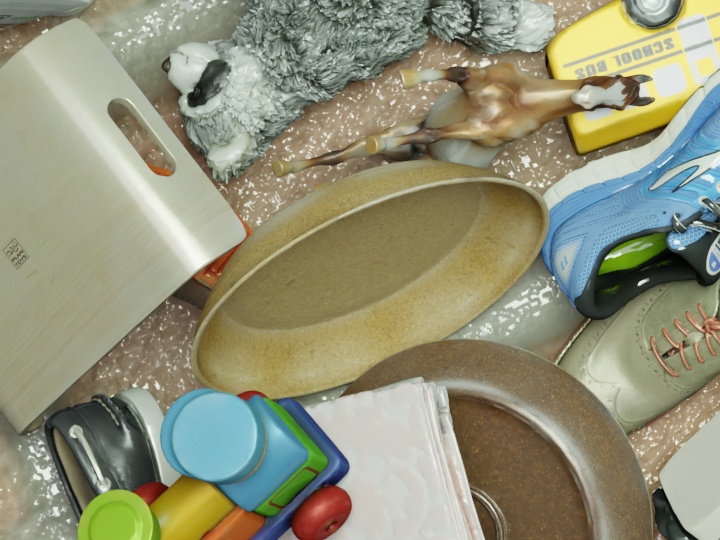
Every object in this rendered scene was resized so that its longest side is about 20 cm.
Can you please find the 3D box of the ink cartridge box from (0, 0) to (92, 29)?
[{"bbox_3d":[-0.270,-0.158,0.920,0.175,0.200,0.084,-11,91,27],"label":"ink cartridge box"}]

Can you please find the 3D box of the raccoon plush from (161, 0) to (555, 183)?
[{"bbox_3d":[-0.005,-0.101,0.975,0.200,0.097,0.134,15,100,5],"label":"raccoon plush"}]

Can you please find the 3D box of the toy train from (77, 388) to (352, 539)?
[{"bbox_3d":[-0.105,0.139,0.885,0.200,0.116,0.085,-43,67,2],"label":"toy train"}]

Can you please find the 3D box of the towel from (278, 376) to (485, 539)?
[{"bbox_3d":[-0.010,0.164,0.955,0.200,0.032,0.191,-16,88,41],"label":"towel"}]

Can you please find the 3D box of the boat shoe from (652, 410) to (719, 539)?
[{"bbox_3d":[0.250,0.083,0.941,0.093,0.075,0.200,34,111,-30],"label":"boat shoe"}]

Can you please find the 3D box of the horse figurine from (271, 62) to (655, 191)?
[{"bbox_3d":[0.040,-0.067,0.940,0.132,0.200,0.050,-10,76,-33],"label":"horse figurine"}]

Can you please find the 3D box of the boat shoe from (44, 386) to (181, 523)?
[{"bbox_3d":[-0.119,0.165,0.983,0.060,0.074,0.200,-14,86,-30],"label":"boat shoe"}]

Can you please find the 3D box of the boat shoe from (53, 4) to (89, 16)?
[{"bbox_3d":[-0.154,-0.242,0.997,0.074,0.065,0.202,19,92,5],"label":"boat shoe"}]

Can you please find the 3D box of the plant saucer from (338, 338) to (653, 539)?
[{"bbox_3d":[0.056,0.138,0.970,0.200,0.034,0.201,2,95,18],"label":"plant saucer"}]

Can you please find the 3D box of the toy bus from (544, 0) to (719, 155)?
[{"bbox_3d":[0.198,-0.130,0.962,0.200,0.065,0.078,-19,88,6],"label":"toy bus"}]

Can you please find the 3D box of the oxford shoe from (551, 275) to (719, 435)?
[{"bbox_3d":[0.173,0.028,0.960,0.200,0.075,0.070,-40,89,5],"label":"oxford shoe"}]

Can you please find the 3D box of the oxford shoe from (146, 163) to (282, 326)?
[{"bbox_3d":[-0.130,-0.019,1.005,0.200,0.071,0.073,34,119,4],"label":"oxford shoe"}]

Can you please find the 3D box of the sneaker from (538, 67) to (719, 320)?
[{"bbox_3d":[0.184,-0.038,0.925,0.200,0.079,0.089,-36,42,22],"label":"sneaker"}]

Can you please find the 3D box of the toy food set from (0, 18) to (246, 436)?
[{"bbox_3d":[-0.164,-0.018,0.953,0.200,0.060,0.144,-40,85,34],"label":"toy food set"}]

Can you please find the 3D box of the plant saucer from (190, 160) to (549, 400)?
[{"bbox_3d":[0.000,0.000,0.928,0.200,0.200,0.035,-29,65,5],"label":"plant saucer"}]
